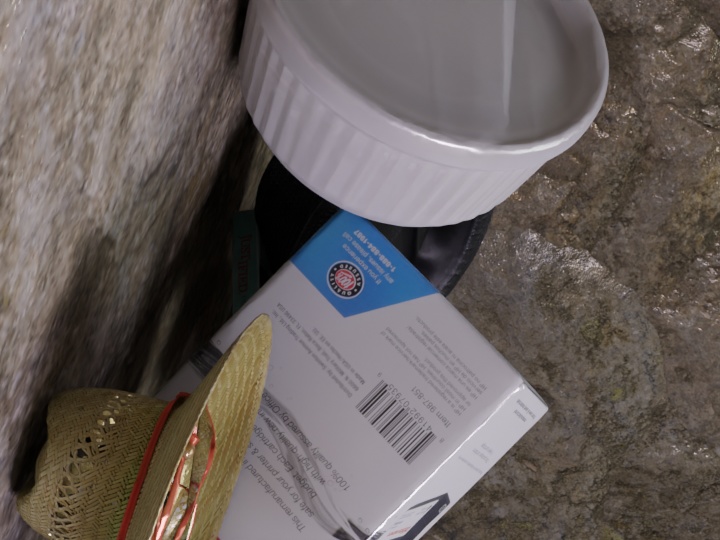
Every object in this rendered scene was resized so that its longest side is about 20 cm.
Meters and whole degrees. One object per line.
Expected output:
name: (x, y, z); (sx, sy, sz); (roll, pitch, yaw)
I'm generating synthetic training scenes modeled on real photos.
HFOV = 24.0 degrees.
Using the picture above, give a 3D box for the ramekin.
ramekin: (0.026, -0.113, 0.919); (0.094, 0.202, 0.203); (-59, -176, 47)

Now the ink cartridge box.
ink cartridge box: (-0.021, 0.089, 0.926); (0.200, 0.145, 0.084); (-45, 158, 1)

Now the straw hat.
straw hat: (-0.113, 0.096, 0.791); (0.201, 0.085, 0.202); (18, 90, -84)

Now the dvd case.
dvd case: (-0.045, 0.075, 1.111); (0.200, 0.022, 0.147); (68, 15, -52)

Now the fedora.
fedora: (-0.005, -0.031, 1.045); (0.200, 0.092, 0.201); (-32, 150, -21)
